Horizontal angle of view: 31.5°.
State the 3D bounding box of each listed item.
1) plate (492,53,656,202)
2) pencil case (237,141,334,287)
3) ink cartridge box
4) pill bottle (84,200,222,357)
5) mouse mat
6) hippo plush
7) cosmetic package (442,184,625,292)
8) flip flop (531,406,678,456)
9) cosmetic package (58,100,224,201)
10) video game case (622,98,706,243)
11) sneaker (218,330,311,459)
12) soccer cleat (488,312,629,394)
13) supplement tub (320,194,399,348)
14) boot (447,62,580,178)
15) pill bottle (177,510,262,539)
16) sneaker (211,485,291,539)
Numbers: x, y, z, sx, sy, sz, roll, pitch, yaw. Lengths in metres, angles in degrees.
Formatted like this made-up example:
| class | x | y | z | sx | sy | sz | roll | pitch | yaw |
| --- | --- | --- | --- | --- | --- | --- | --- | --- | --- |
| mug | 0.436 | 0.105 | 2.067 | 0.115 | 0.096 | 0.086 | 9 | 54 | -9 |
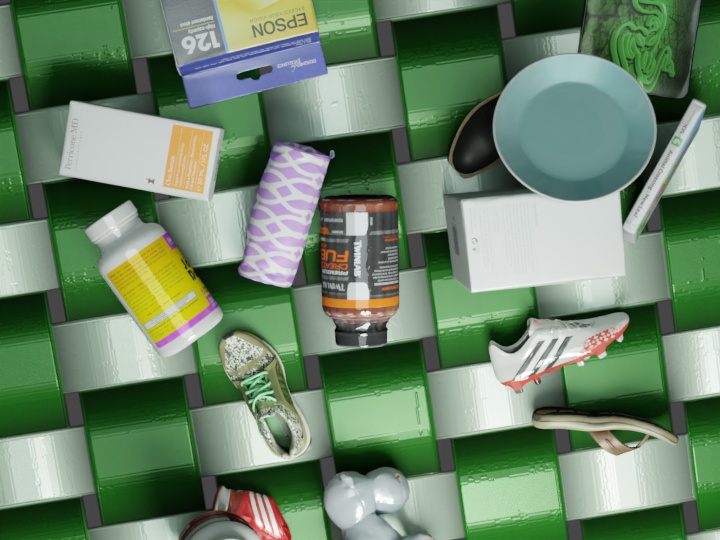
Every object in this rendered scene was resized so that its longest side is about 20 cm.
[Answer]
| class | x | y | z | sx | sy | sz | roll | pitch | yaw |
| --- | --- | --- | --- | --- | --- | --- | --- | --- | --- |
| plate | 0.263 | -0.174 | 1.574 | 0.200 | 0.026 | 0.201 | -1 | 73 | 3 |
| pencil case | -0.103 | -0.077 | 1.700 | 0.084 | 0.085 | 0.200 | 18 | 94 | -8 |
| ink cartridge box | -0.160 | -0.336 | 1.692 | 0.197 | 0.047 | 0.200 | -15 | 94 | -2 |
| pill bottle | -0.278 | 0.009 | 1.690 | 0.104 | 0.104 | 0.200 | -34 | 97 | 1 |
| mouse mat | 0.382 | -0.341 | 1.735 | 0.161 | 0.008 | 0.200 | 6 | 96 | -3 |
| hippo plush | 0.005 | 0.357 | 1.741 | 0.200 | 0.159 | 0.161 | -12 | 65 | -16 |
| cosmetic package | 0.222 | -0.048 | 1.660 | 0.200 | 0.199 | 0.123 | -7 | 96 | -1 |
| flip flop | 0.334 | 0.224 | 1.752 | 0.199 | 0.081 | 0.058 | 5 | 91 | 1 |
| cosmetic package | -0.288 | -0.159 | 1.690 | 0.200 | 0.071 | 0.102 | 10 | 95 | -3 |
| video game case | 0.394 | -0.124 | 1.662 | 0.022 | 0.200 | 0.182 | 29 | 94 | 12 |
| sneaker | -0.126 | 0.171 | 1.721 | 0.077 | 0.089 | 0.200 | -30 | 96 | 1 |
| soccer cleat | 0.270 | 0.093 | 1.744 | 0.200 | 0.069 | 0.085 | -26 | 101 | 5 |
| supplement tub | 0.000 | 0.000 | 1.701 | 0.107 | 0.107 | 0.201 | -2 | 95 | -2 |
| boot | 0.198 | -0.204 | 1.674 | 0.077 | 0.138 | 0.200 | 42 | 93 | -6 |
| pill bottle | -0.175 | 0.371 | 1.619 | 0.113 | 0.200 | 0.113 | 1 | 86 | -11 |
| sneaker | -0.156 | 0.402 | 1.750 | 0.115 | 0.078 | 0.200 | 7 | 97 | -2 |
